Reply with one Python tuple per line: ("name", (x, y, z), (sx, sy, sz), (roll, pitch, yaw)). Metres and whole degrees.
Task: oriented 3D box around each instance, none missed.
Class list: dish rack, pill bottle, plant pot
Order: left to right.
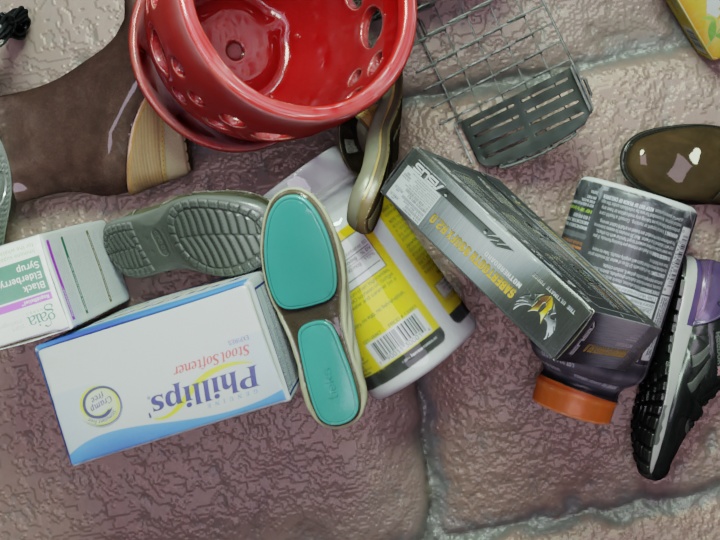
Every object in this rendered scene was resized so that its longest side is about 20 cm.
("plant pot", (-0.079, -0.198, 1.042), (0.199, 0.182, 0.202), (3, 83, -24))
("pill bottle", (0.000, 0.000, 1.122), (0.114, 0.114, 0.200), (-35, 92, 5))
("dish rack", (0.102, -0.184, 1.097), (0.153, 0.054, 0.201), (-22, 95, 46))
("pill bottle", (0.210, 0.028, 1.117), (0.106, 0.106, 0.201), (17, 95, 2))

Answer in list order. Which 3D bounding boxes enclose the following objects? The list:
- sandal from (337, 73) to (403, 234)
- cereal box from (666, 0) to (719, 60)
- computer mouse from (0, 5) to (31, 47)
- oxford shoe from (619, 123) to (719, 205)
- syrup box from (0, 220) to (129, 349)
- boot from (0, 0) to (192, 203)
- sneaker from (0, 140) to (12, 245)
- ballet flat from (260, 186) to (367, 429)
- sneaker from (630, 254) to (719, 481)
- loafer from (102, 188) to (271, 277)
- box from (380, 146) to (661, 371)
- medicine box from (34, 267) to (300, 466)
("sandal", (0.004, -0.109, 1.079), (0.054, 0.200, 0.081), (9, 133, 5))
("cereal box", (0.340, -0.295, 1.097), (0.200, 0.040, 0.144), (-37, 114, 4))
("computer mouse", (-0.346, -0.139, 1.119), (0.046, 0.140, 0.200), (37, 95, -8))
("oxford shoe", (0.324, -0.086, 1.115), (0.199, 0.084, 0.073), (8, 96, 4))
("syrup box", (-0.264, 0.010, 1.093), (0.078, 0.200, 0.082), (-17, 93, 5))
("boot", (-0.241, -0.163, 1.143), (0.165, 0.072, 0.201), (-6, 97, 1))
("sneaker", (-0.373, -0.038, 1.137), (0.118, 0.074, 0.201), (14, 117, 4))
("ballet flat", (-0.035, 0.028, 1.045), (0.069, 0.069, 0.201), (-9, 102, 4))
("sneaker", (0.298, 0.092, 1.136), (0.087, 0.076, 0.201), (12, 95, -4))
("loafer", (-0.136, -0.040, 1.110), (0.199, 0.070, 0.076), (-1, 116, 38))
("box", (0.127, -0.007, 1.017), (0.200, 0.158, 0.048), (46, 106, 26))
("medicine box", (-0.148, 0.072, 1.091), (0.181, 0.200, 0.103), (-18, 93, 4))
